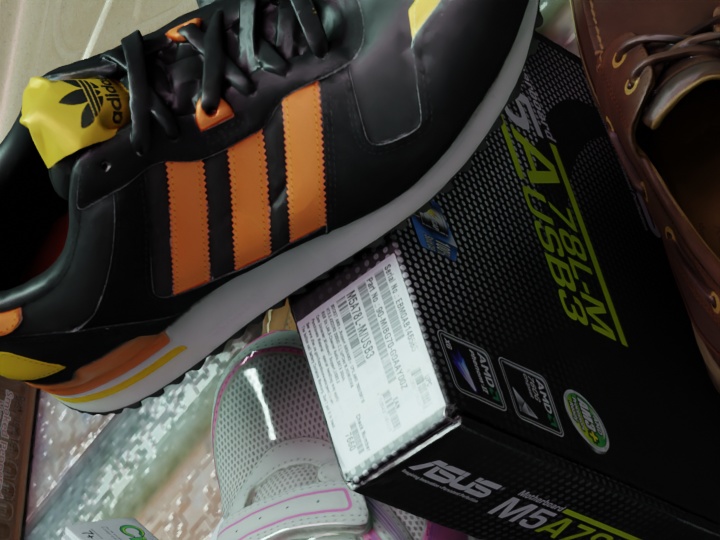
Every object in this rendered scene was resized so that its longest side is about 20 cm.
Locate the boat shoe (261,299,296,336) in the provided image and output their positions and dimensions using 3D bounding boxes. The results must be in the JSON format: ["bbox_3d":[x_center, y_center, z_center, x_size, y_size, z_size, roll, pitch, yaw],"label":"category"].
[{"bbox_3d":[0.000,0.000,0.981,0.068,0.072,0.201,3,66,44],"label":"boat shoe"}]

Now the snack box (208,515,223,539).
[{"bbox_3d":[0.030,0.114,0.839,0.200,0.024,0.072,36,99,41],"label":"snack box"}]

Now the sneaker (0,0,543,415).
[{"bbox_3d":[-0.041,-0.037,0.749,0.200,0.090,0.070,-40,53,22],"label":"sneaker"}]

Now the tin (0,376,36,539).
[{"bbox_3d":[-0.180,0.074,1.115,0.112,0.042,0.201,-9,68,32],"label":"tin"}]

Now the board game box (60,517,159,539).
[{"bbox_3d":[-0.073,0.199,0.933,0.126,0.035,0.201,36,119,41],"label":"board game box"}]

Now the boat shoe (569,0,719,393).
[{"bbox_3d":[0.112,-0.052,0.892,0.072,0.068,0.201,-20,61,5],"label":"boat shoe"}]

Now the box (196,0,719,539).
[{"bbox_3d":[0.041,-0.003,0.860,0.047,0.193,0.201,-35,54,26],"label":"box"}]

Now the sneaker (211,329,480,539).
[{"bbox_3d":[-0.007,0.099,0.798,0.081,0.088,0.201,-35,55,25],"label":"sneaker"}]

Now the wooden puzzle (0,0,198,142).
[{"bbox_3d":[-0.075,-0.069,1.034,0.200,0.046,0.186,-13,64,52],"label":"wooden puzzle"}]
